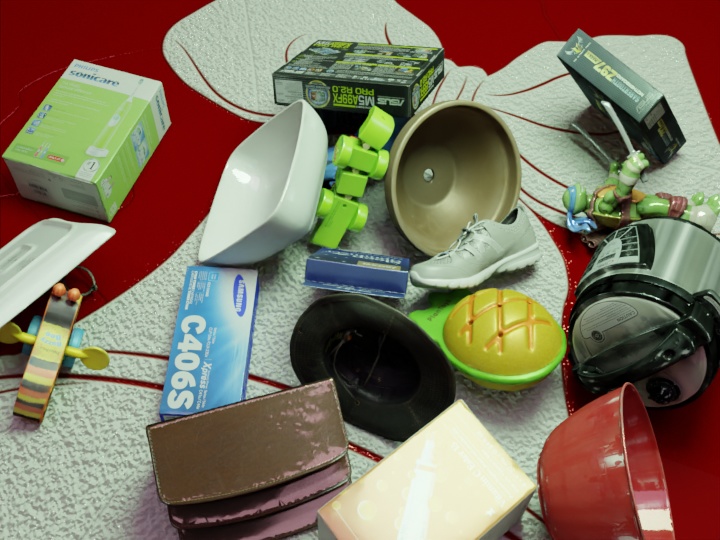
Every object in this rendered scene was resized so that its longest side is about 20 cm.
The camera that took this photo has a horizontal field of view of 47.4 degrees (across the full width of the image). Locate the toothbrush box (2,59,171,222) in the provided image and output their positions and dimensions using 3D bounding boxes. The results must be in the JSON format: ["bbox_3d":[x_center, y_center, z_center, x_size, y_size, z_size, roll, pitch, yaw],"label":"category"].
[{"bbox_3d":[-0.377,-0.185,1.151,0.142,0.087,0.203,14,57,9],"label":"toothbrush box"}]

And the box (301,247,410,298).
[{"bbox_3d":[0.000,0.000,0.985,0.118,0.200,0.033,8,98,3],"label":"box"}]

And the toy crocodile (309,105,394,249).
[{"bbox_3d":[-0.014,-0.114,1.054,0.066,0.203,0.062,14,31,-17],"label":"toy crocodile"}]

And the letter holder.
[{"bbox_3d":[-0.108,0.212,0.859,0.195,0.101,0.146,-13,77,-8],"label":"letter holder"}]

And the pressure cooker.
[{"bbox_3d":[0.332,0.056,0.932,0.175,0.179,0.200,17,44,26],"label":"pressure cooker"}]

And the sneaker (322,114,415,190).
[{"bbox_3d":[-0.003,-0.143,1.112,0.197,0.066,0.080,-26,48,15],"label":"sneaker"}]

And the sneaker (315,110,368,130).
[{"bbox_3d":[-0.023,-0.217,1.177,0.144,0.078,0.202,-24,49,-29],"label":"sneaker"}]

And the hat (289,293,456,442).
[{"bbox_3d":[0.022,0.094,0.934,0.196,0.204,0.081,20,34,12],"label":"hat"}]

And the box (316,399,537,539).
[{"bbox_3d":[0.067,0.255,0.857,0.198,0.098,0.125,-33,62,-21],"label":"box"}]

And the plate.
[{"bbox_3d":[-0.413,-0.003,0.994,0.199,0.033,0.198,-45,31,-26],"label":"plate"}]

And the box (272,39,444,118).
[{"bbox_3d":[0.000,-0.264,1.113,0.195,0.045,0.161,9,33,19],"label":"box"}]

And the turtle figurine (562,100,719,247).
[{"bbox_3d":[0.375,-0.128,1.092,0.189,0.144,0.204,14,67,0],"label":"turtle figurine"}]

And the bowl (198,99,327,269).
[{"bbox_3d":[-0.115,-0.099,1.057,0.074,0.198,0.204,30,53,-29],"label":"bowl"}]

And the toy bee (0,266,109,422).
[{"bbox_3d":[-0.362,0.065,0.957,0.128,0.109,0.204,-1,65,-26],"label":"toy bee"}]

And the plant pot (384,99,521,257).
[{"bbox_3d":[0.109,-0.122,1.090,0.198,0.205,0.092,-26,21,-19],"label":"plant pot"}]

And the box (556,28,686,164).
[{"bbox_3d":[0.367,-0.238,1.145,0.051,0.199,0.158,-47,62,13],"label":"box"}]

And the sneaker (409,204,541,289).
[{"bbox_3d":[0.140,-0.028,1.044,0.197,0.074,0.084,-18,99,-30],"label":"sneaker"}]

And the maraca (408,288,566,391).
[{"bbox_3d":[0.150,0.074,0.980,0.197,0.109,0.137,21,43,35],"label":"maraca"}]

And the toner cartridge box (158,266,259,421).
[{"bbox_3d":[-0.179,0.092,0.994,0.092,0.044,0.204,3,56,-2],"label":"toner cartridge box"}]

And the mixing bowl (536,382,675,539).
[{"bbox_3d":[0.247,0.227,0.845,0.106,0.200,0.204,-15,51,25],"label":"mixing bowl"}]
